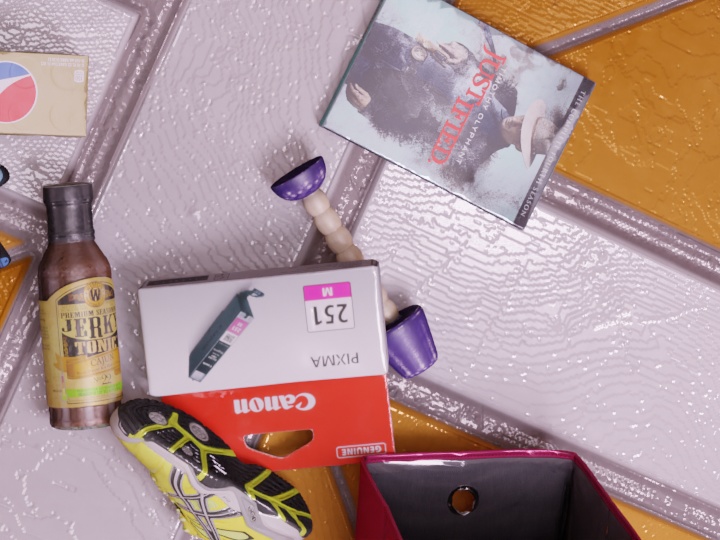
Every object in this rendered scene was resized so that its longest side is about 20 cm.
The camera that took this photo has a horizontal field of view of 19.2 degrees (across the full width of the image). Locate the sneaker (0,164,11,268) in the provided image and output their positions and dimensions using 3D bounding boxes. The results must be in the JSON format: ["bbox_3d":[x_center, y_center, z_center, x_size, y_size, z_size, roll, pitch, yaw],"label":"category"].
[{"bbox_3d":[-0.326,-0.002,1.711,0.090,0.078,0.200,10,92,-16],"label":"sneaker"}]

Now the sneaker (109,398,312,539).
[{"bbox_3d":[-0.132,0.181,1.753,0.200,0.075,0.076,39,111,-22],"label":"sneaker"}]

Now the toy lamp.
[{"bbox_3d":[0.000,0.000,1.791,0.058,0.058,0.200,-33,101,-8],"label":"toy lamp"}]

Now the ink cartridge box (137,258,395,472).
[{"bbox_3d":[-0.076,0.087,1.760,0.200,0.044,0.174,-6,99,2],"label":"ink cartridge box"}]

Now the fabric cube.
[{"bbox_3d":[0.105,0.278,1.743,0.196,0.200,0.200,-1,111,-13],"label":"fabric cube"}]

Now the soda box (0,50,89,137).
[{"bbox_3d":[-0.320,-0.144,1.708,0.200,0.064,0.068,2,94,-13],"label":"soda box"}]

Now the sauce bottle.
[{"bbox_3d":[-0.232,0.029,1.739,0.065,0.065,0.200,-7,96,-12],"label":"sauce bottle"}]

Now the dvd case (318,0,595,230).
[{"bbox_3d":[0.084,-0.142,1.816,0.200,0.022,0.146,27,88,-13],"label":"dvd case"}]
